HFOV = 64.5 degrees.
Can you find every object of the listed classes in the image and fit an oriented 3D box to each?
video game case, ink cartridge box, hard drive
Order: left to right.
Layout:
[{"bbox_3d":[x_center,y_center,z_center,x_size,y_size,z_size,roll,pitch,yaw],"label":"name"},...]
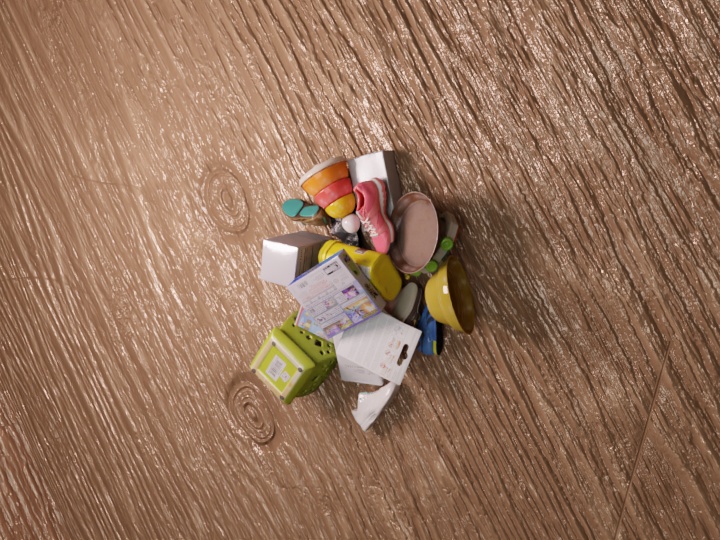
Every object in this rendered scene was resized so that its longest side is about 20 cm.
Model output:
[{"bbox_3d":[-0.082,0.149,1.631,0.199,0.017,0.144,26,131,3],"label":"video game case"},{"bbox_3d":[-0.063,0.064,1.468,0.199,0.046,0.182,-29,104,35],"label":"video game case"},{"bbox_3d":[-0.007,0.241,1.636,0.131,0.027,0.202,4,125,20],"label":"hard drive"},{"bbox_3d":[0.050,0.189,1.524,0.198,0.047,0.162,24,99,16],"label":"ink cartridge box"}]

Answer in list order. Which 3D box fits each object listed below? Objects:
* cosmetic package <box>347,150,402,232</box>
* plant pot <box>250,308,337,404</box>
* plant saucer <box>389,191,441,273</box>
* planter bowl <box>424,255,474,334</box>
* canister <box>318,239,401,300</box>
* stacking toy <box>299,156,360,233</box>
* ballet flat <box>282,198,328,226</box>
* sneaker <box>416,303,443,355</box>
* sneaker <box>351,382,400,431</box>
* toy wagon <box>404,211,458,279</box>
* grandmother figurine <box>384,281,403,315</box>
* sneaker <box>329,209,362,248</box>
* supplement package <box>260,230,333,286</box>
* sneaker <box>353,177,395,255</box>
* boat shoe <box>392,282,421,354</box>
[{"bbox_3d":[0.047,-0.214,1.538,0.112,0.081,0.202,-7,95,28],"label":"cosmetic package"},{"bbox_3d":[-0.200,0.264,1.703,0.199,0.181,0.201,42,116,14],"label":"plant pot"},{"bbox_3d":[0.136,-0.093,1.416,0.200,0.034,0.203,-5,84,56],"label":"plant saucer"},{"bbox_3d":[0.215,0.069,1.433,0.083,0.200,0.203,-14,94,24],"label":"planter bowl"},{"bbox_3d":[0.000,0.000,1.524,0.199,0.087,0.149,16,150,43],"label":"canister"},{"bbox_3d":[-0.062,-0.190,1.534,0.145,0.146,0.201,-28,91,29],"label":"stacking toy"},{"bbox_3d":[-0.157,-0.159,1.652,0.199,0.068,0.072,15,153,50],"label":"ballet flat"},{"bbox_3d":[0.183,0.131,1.544,0.078,0.066,0.202,8,104,30],"label":"sneaker"},{"bbox_3d":[0.036,0.379,1.666,0.088,0.075,0.201,44,118,18],"label":"sneaker"},{"bbox_3d":[0.180,-0.055,1.466,0.039,0.156,0.201,24,116,-16],"label":"toy wagon"},{"bbox_3d":[0.092,0.132,1.596,0.120,0.061,0.202,4,104,12],"label":"grandmother figurine"},{"bbox_3d":[-0.063,-0.141,1.620,0.199,0.060,0.105,38,110,13],"label":"sneaker"},{"bbox_3d":[-0.177,-0.035,1.620,0.116,0.200,0.119,15,106,24],"label":"supplement package"},{"bbox_3d":[0.026,-0.133,1.460,0.073,0.086,0.202,-9,93,55],"label":"sneaker"},{"bbox_3d":[0.125,0.131,1.539,0.072,0.059,0.202,31,104,60],"label":"boat shoe"}]
